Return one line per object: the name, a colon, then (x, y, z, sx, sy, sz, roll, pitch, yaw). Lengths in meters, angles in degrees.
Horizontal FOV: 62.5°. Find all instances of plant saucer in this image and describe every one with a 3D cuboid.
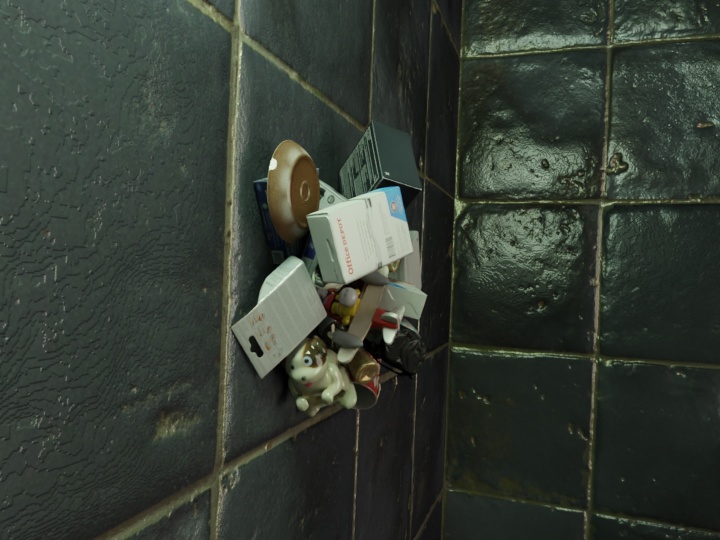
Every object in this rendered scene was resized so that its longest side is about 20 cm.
plant saucer: (-0.016, 0.079, 1.621, 0.200, 0.036, 0.203, 21, 89, -85)
plant saucer: (-0.124, -0.157, 1.187, 0.200, 0.036, 0.204, 3, 90, -71)

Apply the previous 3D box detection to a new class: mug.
mug: (0.007, 0.251, 1.638, 0.178, 0.132, 0.202, 122, -13, -46)

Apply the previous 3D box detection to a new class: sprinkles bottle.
sprinkles bottle: (-0.031, 0.191, 1.456, 0.067, 0.200, 0.069, -19, 131, -24)

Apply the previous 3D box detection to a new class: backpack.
backpack: (0.066, 0.167, 1.505, 0.127, 0.199, 0.167, -51, 125, -8)

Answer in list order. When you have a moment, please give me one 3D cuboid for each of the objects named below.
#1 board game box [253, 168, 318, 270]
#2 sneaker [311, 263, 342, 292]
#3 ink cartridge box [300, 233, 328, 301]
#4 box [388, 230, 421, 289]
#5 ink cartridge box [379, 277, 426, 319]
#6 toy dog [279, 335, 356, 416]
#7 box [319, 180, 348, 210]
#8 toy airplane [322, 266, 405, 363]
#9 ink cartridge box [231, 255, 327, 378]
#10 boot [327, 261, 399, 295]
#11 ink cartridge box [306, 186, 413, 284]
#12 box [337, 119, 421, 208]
board game box: (-0.142, -0.136, 1.284, 0.200, 0.061, 0.203, -58, 146, -54)
sneaker: (-0.058, 0.018, 1.322, 0.200, 0.069, 0.095, -51, 162, -63)
ink cartridge box: (-0.097, -0.012, 1.372, 0.200, 0.043, 0.199, -4, 114, -79)
box: (0.083, 0.006, 1.793, 0.200, 0.168, 0.202, -58, 145, -60)
ink cartridge box: (0.087, 0.062, 1.535, 0.200, 0.114, 0.068, -136, -118, -78)
toy dog: (-0.099, 0.222, 1.343, 0.200, 0.137, 0.197, 56, 32, -59)
box: (-0.036, -0.132, 1.388, 0.061, 0.199, 0.116, -55, 163, 7)
toy airplane: (0.002, 0.092, 1.369, 0.142, 0.197, 0.201, 53, 9, -45)
ink cartridge box: (-0.169, 0.095, 1.209, 0.200, 0.047, 0.161, -43, 135, -25)
boot: (0.000, 0.000, 1.501, 0.066, 0.197, 0.178, 31, 59, -54)
ink cartridge box: (0.003, -0.075, 1.224, 0.198, 0.085, 0.149, -23, 107, -35)
box: (0.044, -0.228, 1.506, 0.199, 0.121, 0.203, -50, -142, 45)
